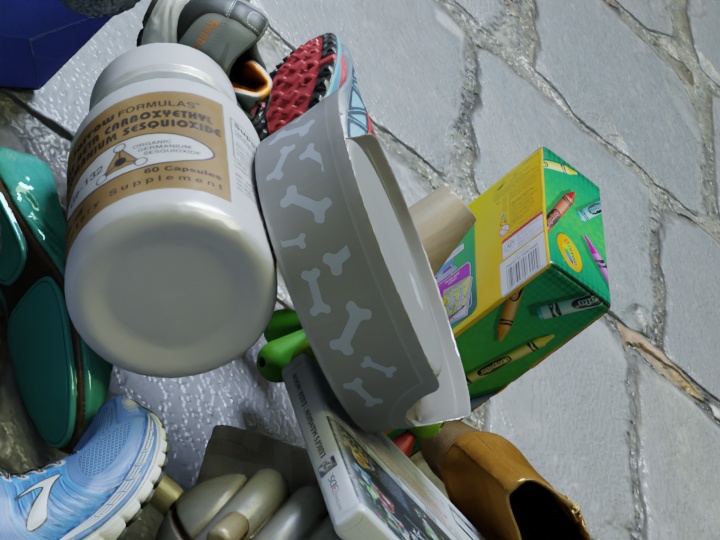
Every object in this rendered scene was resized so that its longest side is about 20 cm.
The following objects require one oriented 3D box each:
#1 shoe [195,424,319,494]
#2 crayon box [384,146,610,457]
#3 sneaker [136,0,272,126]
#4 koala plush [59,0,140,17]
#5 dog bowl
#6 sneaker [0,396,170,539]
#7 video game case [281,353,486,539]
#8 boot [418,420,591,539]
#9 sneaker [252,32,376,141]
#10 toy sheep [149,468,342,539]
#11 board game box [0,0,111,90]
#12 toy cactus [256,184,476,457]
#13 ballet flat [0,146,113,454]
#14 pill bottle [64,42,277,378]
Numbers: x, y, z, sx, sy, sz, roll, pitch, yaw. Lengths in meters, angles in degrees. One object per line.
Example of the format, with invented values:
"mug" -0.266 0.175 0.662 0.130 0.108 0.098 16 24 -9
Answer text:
"shoe" -0.018 0.129 1.281 0.200 0.070 0.054 13 70 -45
"crayon box" 0.071 0.025 1.393 0.058 0.200 0.119 35 34 -26
"sneaker" -0.096 -0.098 1.331 0.079 0.200 0.074 17 53 8
"koala plush" -0.186 -0.268 1.243 0.200 0.184 0.177 32 19 8
"dog bowl" 0.000 0.000 1.192 0.200 0.058 0.201 -20 90 -82
"sneaker" -0.168 0.122 1.069 0.089 0.079 0.200 42 41 -4
"video game case" 0.037 0.153 1.171 0.200 0.023 0.182 48 7 -25
"boot" 0.116 0.181 1.335 0.201 0.071 0.144 52 -7 -28
"sneaker" -0.023 -0.079 1.522 0.095 0.079 0.201 38 39 -39
"toy sheep" -0.048 0.173 1.142 0.200 0.138 0.138 46 30 2
"board game box" -0.264 -0.222 1.307 0.159 0.097 0.200 -1 58 -54
"toy cactus" 0.007 0.019 1.330 0.200 0.165 0.102 45 -4 35
"ballet flat" -0.171 0.010 1.205 0.070 0.067 0.201 -2 57 -43
"pill bottle" -0.109 -0.042 1.194 0.114 0.114 0.200 35 24 -27
